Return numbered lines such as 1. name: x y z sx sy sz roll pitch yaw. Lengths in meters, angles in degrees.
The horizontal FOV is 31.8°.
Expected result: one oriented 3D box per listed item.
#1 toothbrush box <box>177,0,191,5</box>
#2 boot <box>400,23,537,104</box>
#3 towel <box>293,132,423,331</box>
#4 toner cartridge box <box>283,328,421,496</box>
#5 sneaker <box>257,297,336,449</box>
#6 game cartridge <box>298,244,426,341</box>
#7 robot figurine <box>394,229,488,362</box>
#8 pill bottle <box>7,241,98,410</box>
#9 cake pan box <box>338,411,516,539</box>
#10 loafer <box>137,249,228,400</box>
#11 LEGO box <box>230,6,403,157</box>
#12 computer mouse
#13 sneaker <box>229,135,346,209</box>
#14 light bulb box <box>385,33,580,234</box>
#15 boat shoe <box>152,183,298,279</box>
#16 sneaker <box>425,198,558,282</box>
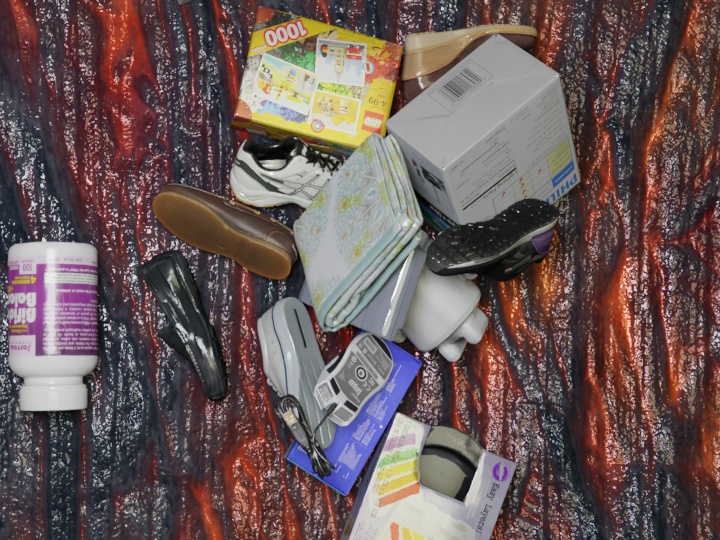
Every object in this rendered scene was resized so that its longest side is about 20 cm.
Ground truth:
1. toothbrush box: -0.155 -0.430 1.622 0.198 0.146 0.087 -24 90 -12
2. boot: 0.152 -0.245 1.717 0.197 0.072 0.169 -9 99 -12
3. towel: -0.005 -0.049 1.552 0.048 0.200 0.173 19 38 -34
4. toner cartridge box: -0.010 0.182 1.655 0.094 0.043 0.202 32 81 -5
5. sneaker: -0.083 0.138 1.621 0.072 0.070 0.203 6 63 -43
6. game cartridge: 0.000 0.000 1.592 0.041 0.199 0.135 23 88 -37
7. robot figurine: 0.077 0.024 1.648 0.200 0.113 0.169 46 113 -5
8. pill bottle: -0.379 0.070 1.560 0.110 0.112 0.204 -1 85 -10
9. cake pan box: 0.091 0.304 1.662 0.182 0.052 0.203 25 82 -10
10. loafer: -0.225 0.075 1.614 0.069 0.068 0.203 -22 85 -3
11. LEGO box: -0.058 -0.242 1.660 0.197 0.077 0.151 13 83 -9
12. computer mouse: -0.027 0.157 1.585 0.110 0.044 0.200 52 50 -10
13. sneaker: -0.068 -0.128 1.634 0.197 0.088 0.076 -2 47 -14
14. light bulb box: 0.162 -0.151 1.621 0.197 0.201 0.125 -38 51 -11
15. boat shoe: -0.171 -0.059 1.637 0.198 0.071 0.071 29 42 -10
16. sneaker: 0.167 -0.014 1.578 0.198 0.076 0.089 -20 131 -29
